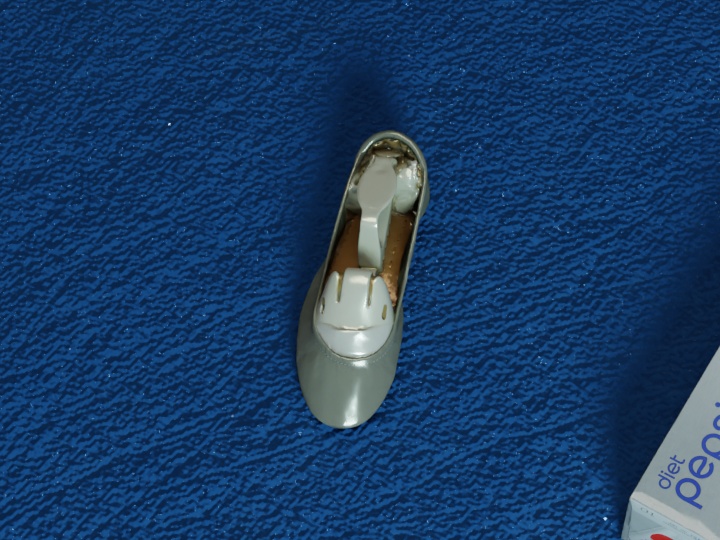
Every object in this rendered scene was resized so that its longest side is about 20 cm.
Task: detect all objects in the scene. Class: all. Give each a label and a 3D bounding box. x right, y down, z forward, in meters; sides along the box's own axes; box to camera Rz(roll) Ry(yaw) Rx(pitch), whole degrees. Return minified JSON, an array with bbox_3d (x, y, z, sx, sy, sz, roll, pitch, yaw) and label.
[{"bbox_3d":[0.234,0.088,1.365,0.068,0.064,0.201,28,64,16],"label":"soda box"},{"bbox_3d":[0.000,0.000,1.422,0.067,0.064,0.201,9,61,7],"label":"ballet flat"}]
